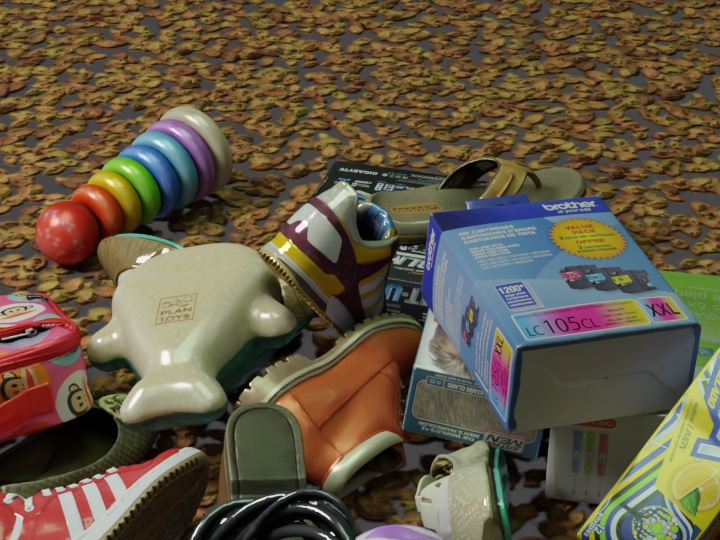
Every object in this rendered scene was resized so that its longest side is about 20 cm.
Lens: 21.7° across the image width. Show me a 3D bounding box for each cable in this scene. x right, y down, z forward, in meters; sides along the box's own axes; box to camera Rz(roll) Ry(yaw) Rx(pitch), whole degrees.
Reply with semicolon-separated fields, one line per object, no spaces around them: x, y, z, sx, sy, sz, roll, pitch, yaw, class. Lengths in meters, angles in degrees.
-0.071;0.210;1.059;0.200;0.051;0.163;-52;31;-9;cable

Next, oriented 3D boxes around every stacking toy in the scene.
-0.203;-0.064;1.636;0.085;0.086;0.200;20;42;31;stacking toy

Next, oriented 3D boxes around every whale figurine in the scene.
-0.120;0.064;1.369;0.158;0.104;0.200;-9;31;7;whale figurine

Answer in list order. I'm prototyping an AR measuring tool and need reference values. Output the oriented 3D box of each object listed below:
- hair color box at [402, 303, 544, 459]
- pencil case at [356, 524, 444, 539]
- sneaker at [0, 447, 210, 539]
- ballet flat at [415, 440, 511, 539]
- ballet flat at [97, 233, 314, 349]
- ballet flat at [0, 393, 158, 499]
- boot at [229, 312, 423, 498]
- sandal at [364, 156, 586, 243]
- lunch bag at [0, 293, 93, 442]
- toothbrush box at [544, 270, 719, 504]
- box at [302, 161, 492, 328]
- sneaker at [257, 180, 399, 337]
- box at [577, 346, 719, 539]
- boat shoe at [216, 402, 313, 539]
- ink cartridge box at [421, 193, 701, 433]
0.097;0.045;1.371;0.100;0.061;0.200;12;35;3;hair color box
0.010;0.233;1.095;0.085;0.084;0.200;-10;24;17;pencil case
-0.193;0.163;1.225;0.112;0.071;0.200;21;37;27;sneaker
0.066;0.154;1.214;0.062;0.068;0.200;-9;1;4;ballet flat
-0.135;0.023;1.497;0.199;0.068;0.072;15;51;17;ballet flat
-0.216;0.131;1.306;0.067;0.047;0.200;24;37;35;ballet flat
0.005;0.101;1.355;0.107;0.075;0.200;38;37;20;boot
0.097;-0.066;1.556;0.199;0.054;0.080;-6;30;-15;sandal
-0.293;0.084;1.323;0.199;0.082;0.176;-15;19;-19;lunch bag
0.215;0.083;1.355;0.145;0.086;0.200;6;32;9;toothbrush box
0.044;-0.021;1.577;0.199;0.050;0.199;8;31;12;box
0.000;0.000;1.407;0.090;0.200;0.075;-46;66;0;sneaker
0.221;0.120;1.199;0.064;0.070;0.200;34;74;19;box
-0.061;0.184;1.195;0.072;0.068;0.201;7;50;-3;boat shoe
0.127;0.017;1.293;0.136;0.077;0.200;-7;33;-18;ink cartridge box
